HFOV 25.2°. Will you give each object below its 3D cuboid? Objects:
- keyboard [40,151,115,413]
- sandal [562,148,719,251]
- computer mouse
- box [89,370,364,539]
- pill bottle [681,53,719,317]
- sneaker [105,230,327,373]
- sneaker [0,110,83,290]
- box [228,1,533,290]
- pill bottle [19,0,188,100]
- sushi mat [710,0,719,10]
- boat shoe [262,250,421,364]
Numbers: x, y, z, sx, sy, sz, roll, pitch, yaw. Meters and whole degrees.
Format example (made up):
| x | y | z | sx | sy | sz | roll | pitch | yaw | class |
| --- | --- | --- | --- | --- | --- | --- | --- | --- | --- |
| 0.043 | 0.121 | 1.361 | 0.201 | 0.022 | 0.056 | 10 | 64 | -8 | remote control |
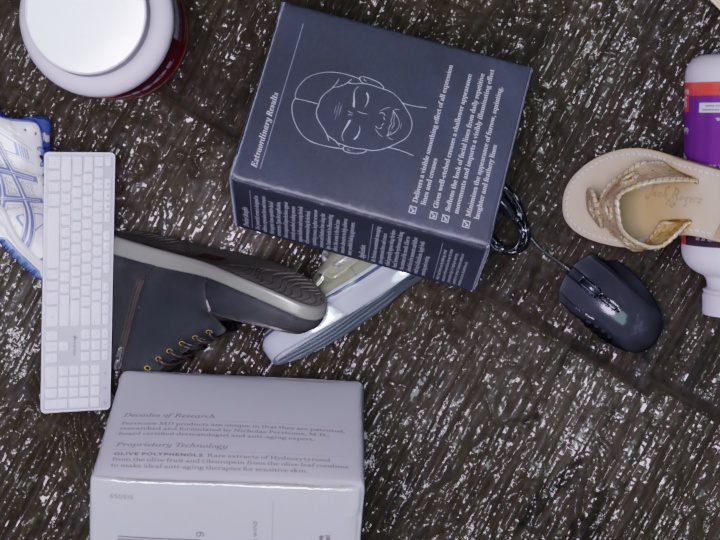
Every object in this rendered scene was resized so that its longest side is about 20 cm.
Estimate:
| x | y | z | sx | sy | sz | roll | pitch | yaw | class |
| --- | --- | --- | --- | --- | --- | --- | --- | --- | --- |
| -0.219 | 0.010 | 1.249 | 0.056 | 0.011 | 0.203 | -2 | 99 | -31 | keyboard |
| 0.221 | -0.051 | 1.214 | 0.210 | 0.069 | 0.079 | 8 | 99 | 42 | sandal |
| 0.164 | -0.006 | 1.299 | 0.199 | 0.034 | 0.059 | 38 | 94 | -4 | computer mouse |
| -0.097 | 0.203 | 1.219 | 0.197 | 0.172 | 0.202 | 2 | 112 | -2 | box |
| 0.306 | -0.066 | 1.257 | 0.111 | 0.112 | 0.203 | 1 | 95 | -1 | pill bottle |
| -0.116 | 0.042 | 1.260 | 0.198 | 0.075 | 0.108 | 16 | 103 | 28 | sneaker |
| -0.266 | -0.075 | 1.263 | 0.088 | 0.075 | 0.201 | -39 | 97 | -2 | sneaker |
| 0.015 | -0.092 | 1.220 | 0.197 | 0.107 | 0.150 | 16 | 72 | 2 | box |
| -0.189 | -0.184 | 1.191 | 0.111 | 0.200 | 0.115 | 0 | 95 | -1 | pill bottle |
| 0.306 | -0.257 | 1.290 | 0.200 | 0.012 | 0.096 | 44 | 94 | -4 | sushi mat |
| 0.000 | 0.000 | 1.286 | 0.199 | 0.072 | 0.062 | -34 | 78 | -6 | boat shoe |
